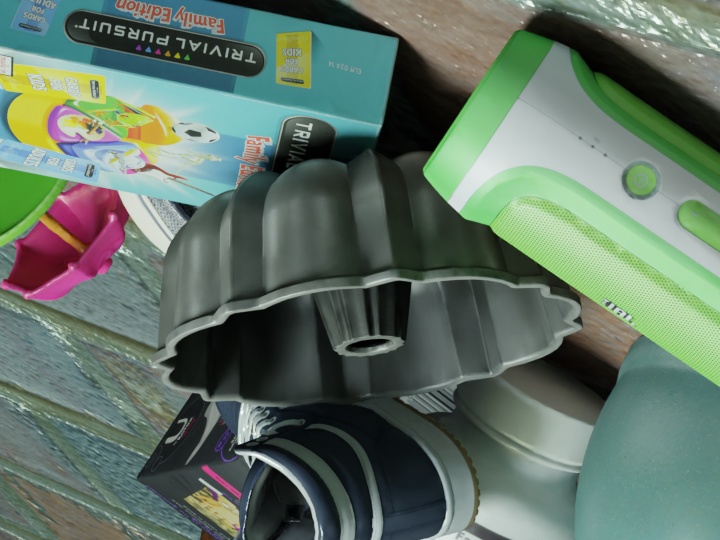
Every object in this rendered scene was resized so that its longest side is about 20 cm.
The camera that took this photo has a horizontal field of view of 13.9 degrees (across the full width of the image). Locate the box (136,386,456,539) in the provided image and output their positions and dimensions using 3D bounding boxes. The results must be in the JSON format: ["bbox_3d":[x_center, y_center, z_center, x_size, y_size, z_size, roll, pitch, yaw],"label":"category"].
[{"bbox_3d":[-0.029,0.096,1.688,0.106,0.122,0.200,38,161,-14],"label":"box"}]

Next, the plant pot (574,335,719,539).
[{"bbox_3d":[0.183,0.142,1.430,0.200,0.134,0.200,30,160,12],"label":"plant pot"}]

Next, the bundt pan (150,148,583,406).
[{"bbox_3d":[0.000,0.000,1.364,0.201,0.076,0.202,-6,164,-2],"label":"bundt pan"}]

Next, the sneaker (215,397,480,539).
[{"bbox_3d":[-0.042,0.090,1.475,0.200,0.108,0.070,26,123,49],"label":"sneaker"}]

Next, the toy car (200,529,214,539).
[{"bbox_3d":[-0.070,0.243,1.995,0.158,0.200,0.164,24,159,28],"label":"toy car"}]

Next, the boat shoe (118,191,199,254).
[{"bbox_3d":[-0.026,-0.016,1.507,0.200,0.075,0.093,34,157,-24],"label":"boat shoe"}]

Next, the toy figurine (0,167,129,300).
[{"bbox_3d":[-0.203,-0.061,1.626,0.200,0.150,0.184,50,179,26],"label":"toy figurine"}]

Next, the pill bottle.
[{"bbox_3d":[0.051,0.144,1.532,0.111,0.200,0.111,26,-166,-7],"label":"pill bottle"}]

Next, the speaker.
[{"bbox_3d":[0.127,-0.014,1.217,0.200,0.089,0.088,34,161,0],"label":"speaker"}]

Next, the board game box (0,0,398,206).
[{"bbox_3d":[-0.092,-0.079,1.371,0.199,0.047,0.151,12,161,-2],"label":"board game box"}]
